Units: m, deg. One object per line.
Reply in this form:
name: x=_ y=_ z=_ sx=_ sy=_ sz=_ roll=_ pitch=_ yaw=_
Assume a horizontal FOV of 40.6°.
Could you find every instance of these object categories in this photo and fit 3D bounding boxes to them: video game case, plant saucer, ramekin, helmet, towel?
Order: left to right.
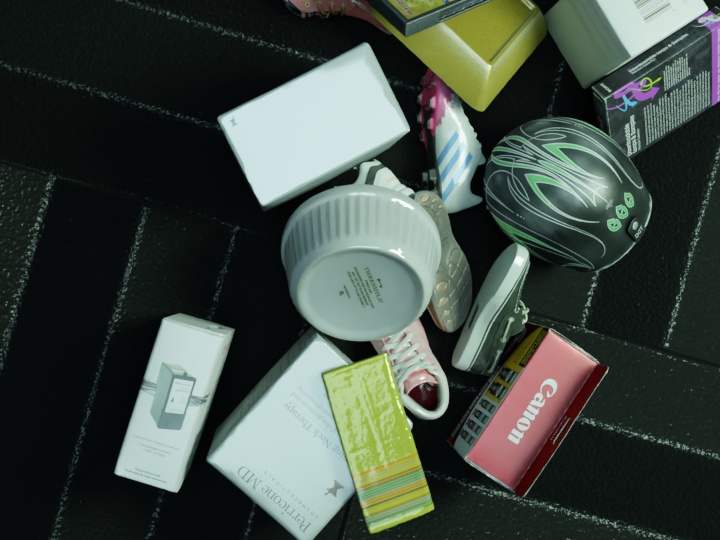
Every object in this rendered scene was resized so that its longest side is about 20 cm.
ramekin: x=0.000 y=0.000 z=1.193 sx=0.201 sy=0.094 sz=0.203 roll=0 pitch=132 yaw=1
towel: x=0.021 y=0.206 z=1.161 sx=0.086 sy=0.018 sz=0.201 roll=-17 pitch=92 yaw=-11
video game case: x=0.075 y=-0.382 z=1.219 sx=0.180 sy=0.026 sz=0.200 roll=-27 pitch=56 yaw=-19
plant saucer: x=0.142 y=-0.338 z=1.268 sx=0.200 sy=0.048 sz=0.200 roll=42 pitch=58 yaw=-4
helmet: x=0.259 y=-0.105 z=1.264 sx=0.190 sy=0.200 sz=0.200 roll=34 pitch=88 yaw=-21

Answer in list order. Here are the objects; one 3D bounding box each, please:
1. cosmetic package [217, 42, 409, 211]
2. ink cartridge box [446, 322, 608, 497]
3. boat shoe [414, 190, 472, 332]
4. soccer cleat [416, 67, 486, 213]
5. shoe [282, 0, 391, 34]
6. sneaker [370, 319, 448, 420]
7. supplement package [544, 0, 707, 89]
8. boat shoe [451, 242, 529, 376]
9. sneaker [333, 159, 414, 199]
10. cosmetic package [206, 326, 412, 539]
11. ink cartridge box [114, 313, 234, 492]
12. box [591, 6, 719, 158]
cosmetic package: x=-0.061 y=-0.172 z=1.220 sx=0.199 sy=0.200 sz=0.123 roll=-27 pitch=93 yaw=-3
ink cartridge box: x=0.212 y=0.175 z=1.260 sx=0.084 sy=0.176 sz=0.200 roll=34 pitch=87 yaw=-5
boat shoe: x=0.093 y=-0.013 z=1.303 sx=0.076 sy=0.072 sz=0.201 roll=-27 pitch=109 yaw=-34
soccer cleat: x=0.125 y=-0.178 z=1.308 sx=0.086 sy=0.070 sz=0.201 roll=-3 pitch=96 yaw=-15
shoe: x=-0.036 y=-0.359 z=1.288 sx=0.200 sy=0.071 sz=0.091 roll=40 pitch=89 yaw=1
sneaker: x=0.061 y=0.108 z=1.283 sx=0.075 sy=0.105 sz=0.201 roll=-26 pitch=92 yaw=-2
supplement package: x=0.332 y=-0.329 z=1.251 sx=0.117 sy=0.200 sz=0.117 roll=-33 pitch=92 yaw=-4
boat shoe: x=0.186 y=0.054 z=1.286 sx=0.063 sy=0.071 sz=0.200 roll=18 pitch=121 yaw=-7
sneaker: x=-0.017 y=-0.066 z=1.264 sx=0.200 sy=0.074 sz=0.080 roll=-42 pitch=82 yaw=30
cosmetic package: x=-0.066 y=0.203 z=1.242 sx=0.167 sy=0.166 sz=0.200 roll=42 pitch=88 yaw=-5
ink cartridge box: x=-0.233 y=0.161 z=1.237 sx=0.084 sy=0.146 sz=0.201 roll=18 pitch=89 yaw=-3
box: x=0.403 y=-0.241 z=1.297 sx=0.200 sy=0.143 sz=0.036 roll=-33 pitch=52 yaw=-5
